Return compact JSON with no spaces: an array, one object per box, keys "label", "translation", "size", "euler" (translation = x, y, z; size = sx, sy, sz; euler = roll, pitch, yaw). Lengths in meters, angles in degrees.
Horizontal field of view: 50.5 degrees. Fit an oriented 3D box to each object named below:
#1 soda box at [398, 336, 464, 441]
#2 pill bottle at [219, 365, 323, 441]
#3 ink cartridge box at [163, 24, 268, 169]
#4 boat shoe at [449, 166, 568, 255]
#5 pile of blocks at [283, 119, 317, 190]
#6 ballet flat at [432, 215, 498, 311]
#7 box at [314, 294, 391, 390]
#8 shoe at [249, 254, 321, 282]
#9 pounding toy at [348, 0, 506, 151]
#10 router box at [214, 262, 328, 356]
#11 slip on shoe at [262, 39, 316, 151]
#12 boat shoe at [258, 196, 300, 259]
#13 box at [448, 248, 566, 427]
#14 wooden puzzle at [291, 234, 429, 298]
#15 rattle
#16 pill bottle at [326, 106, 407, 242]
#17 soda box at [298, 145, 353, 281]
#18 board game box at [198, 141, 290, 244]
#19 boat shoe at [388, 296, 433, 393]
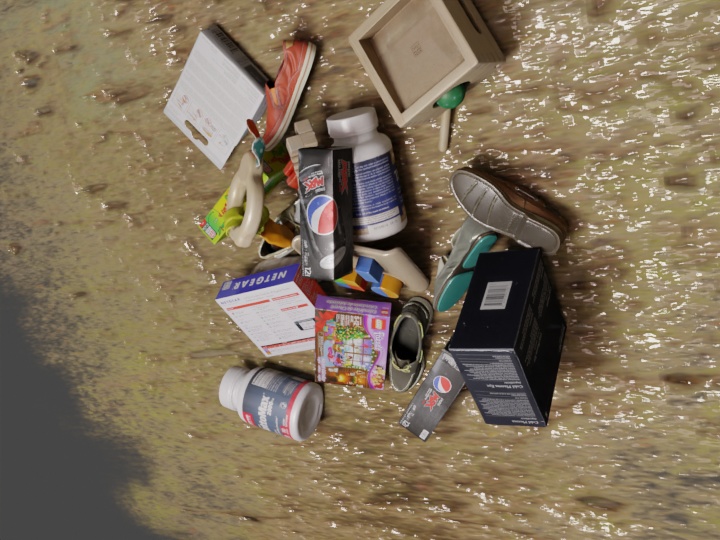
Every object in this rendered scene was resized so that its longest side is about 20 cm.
[{"label":"soda box","translation":[0.144,0.210,1.375],"size":[0.063,0.071,0.201],"euler":[33,124,9]},{"label":"pill bottle","translation":[-0.187,0.266,1.576],"size":[0.197,0.119,0.121],"euler":[13,120,24]},{"label":"ink cartridge box","translation":[-0.257,-0.309,1.380],"size":[0.163,0.057,0.200],"euler":[45,136,3]},{"label":"boat shoe","translation":[0.230,-0.099,1.187],"size":[0.199,0.068,0.072],"euler":[37,134,7]},{"label":"pile of blocks","translation":[-0.093,-0.145,1.278],"size":[0.082,0.061,0.203],"euler":[-143,37,-69]},{"label":"ballet flat","translation":[0.165,-0.017,1.274],"size":[0.064,0.067,0.201],"euler":[57,139,30]},{"label":"box","translation":[-0.016,0.136,1.408],"size":[0.134,0.039,0.202],"euler":[6,132,4]},{"label":"shoe","translation":[-0.144,0.006,1.461],"size":[0.198,0.053,0.071],"euler":[-12,107,34]},{"label":"pounding toy","translation":[0.108,-0.301,1.130],"size":[0.183,0.142,0.202],"euler":[-34,84,37]},{"label":"router box","translation":[-0.148,0.080,1.460],"size":[0.198,0.049,0.180],"euler":[-12,130,32]},{"label":"slip on shoe","translation":[-0.134,-0.296,1.286],"size":[0.060,0.074,0.202],"euler":[17,121,-14]},{"label":"boat shoe","translation":[-0.114,-0.083,1.388],"size":[0.075,0.068,0.200],"euler":[47,124,4]},{"label":"box","translation":[0.232,0.103,1.170],"size":[0.103,0.201,0.183],"euler":[-4,133,31]},{"label":"wooden puzzle","translation":[0.000,0.000,1.310],"size":[0.197,0.185,0.047],"euler":[7,73,25]},{"label":"rattle","translation":[-0.145,-0.136,1.266],"size":[0.141,0.130,0.203],"euler":[14,106,-14]},{"label":"pill bottle","translation":[0.006,-0.159,1.256],"size":[0.109,0.111,0.203],"euler":[-1,113,30]},{"label":"soda box","translation":[-0.053,-0.090,1.191],"size":[0.062,0.071,0.204],"euler":[5,104,27]},{"label":"board game box","translation":[-0.207,-0.140,1.395],"size":[0.048,0.102,0.200],"euler":[46,127,0]},{"label":"boat shoe","translation":[0.082,0.146,1.396],"size":[0.071,0.060,0.204],"euler":[22,123,19]}]
